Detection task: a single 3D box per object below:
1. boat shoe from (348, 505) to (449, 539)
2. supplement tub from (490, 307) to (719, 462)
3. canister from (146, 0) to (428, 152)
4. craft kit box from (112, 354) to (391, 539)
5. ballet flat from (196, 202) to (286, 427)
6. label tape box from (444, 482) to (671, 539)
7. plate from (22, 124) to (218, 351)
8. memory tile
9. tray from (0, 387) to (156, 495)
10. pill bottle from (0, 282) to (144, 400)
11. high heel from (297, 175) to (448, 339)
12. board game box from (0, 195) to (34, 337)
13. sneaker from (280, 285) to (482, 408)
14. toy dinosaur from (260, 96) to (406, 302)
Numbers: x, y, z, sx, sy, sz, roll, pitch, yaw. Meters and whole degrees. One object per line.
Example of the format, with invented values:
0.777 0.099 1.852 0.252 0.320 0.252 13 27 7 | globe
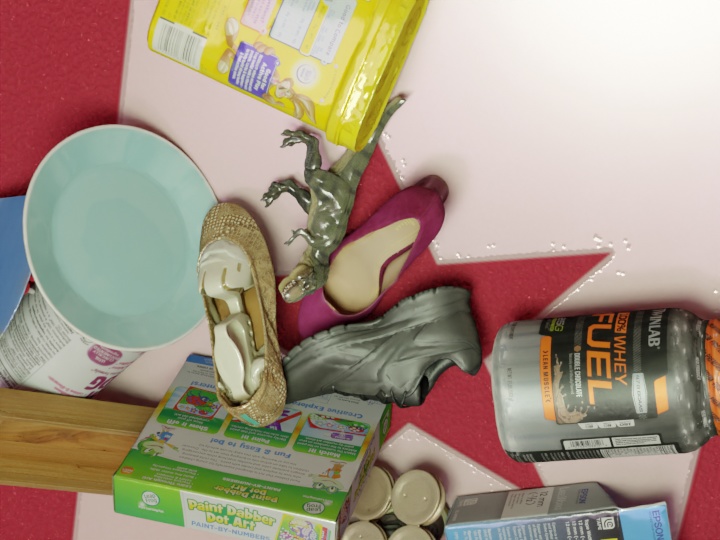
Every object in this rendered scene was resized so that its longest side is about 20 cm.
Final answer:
-0.005 0.274 1.700 0.200 0.066 0.072 -36 97 23 | boat shoe
0.217 0.096 1.547 0.199 0.123 0.123 -6 107 16 | supplement tub
-0.062 -0.207 1.527 0.199 0.087 0.149 25 101 7 | canister
-0.090 0.158 1.610 0.199 0.198 0.049 10 119 12 | craft kit box
-0.107 0.035 1.584 0.070 0.065 0.201 -19 79 21 | ballet flat
0.188 0.270 1.649 0.199 0.066 0.144 -9 107 15 | label tape box
-0.206 -0.027 1.597 0.026 0.200 0.201 -19 106 53 | plate
-0.018 0.252 1.666 0.199 0.017 0.154 -1 77 30 | memory tile
-0.266 0.157 1.668 0.099 0.199 0.037 -47 48 32 | tray
-0.279 0.071 1.676 0.200 0.113 0.113 -39 96 24 | pill bottle
0.000 0.000 1.585 0.067 0.096 0.200 37 114 -1 | high heel
-0.330 0.015 1.653 0.199 0.039 0.159 -3 68 53 | board game box
0.014 0.084 1.601 0.199 0.076 0.091 -23 78 16 | sneaker
-0.036 -0.074 1.595 0.088 0.047 0.201 28 99 18 | toy dinosaur
